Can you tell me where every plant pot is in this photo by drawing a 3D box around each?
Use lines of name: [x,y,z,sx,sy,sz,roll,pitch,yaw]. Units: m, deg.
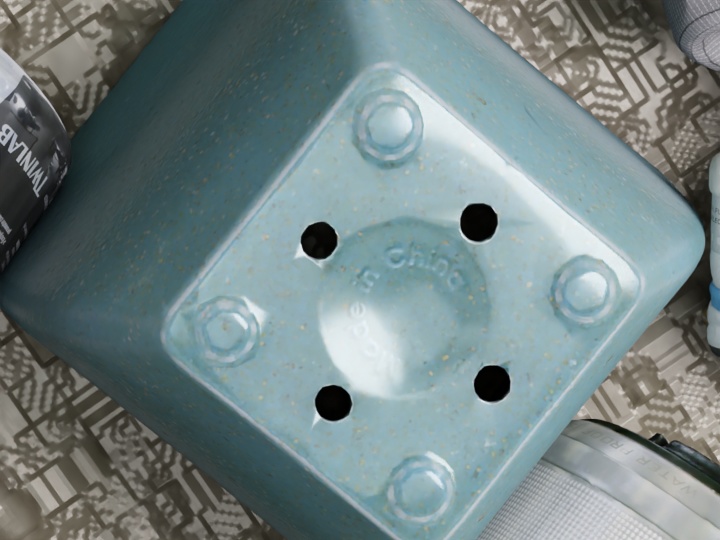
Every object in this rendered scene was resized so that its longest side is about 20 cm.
plant pot: [0.000,0.000,0.987,0.196,0.200,0.196,39,92,-11]

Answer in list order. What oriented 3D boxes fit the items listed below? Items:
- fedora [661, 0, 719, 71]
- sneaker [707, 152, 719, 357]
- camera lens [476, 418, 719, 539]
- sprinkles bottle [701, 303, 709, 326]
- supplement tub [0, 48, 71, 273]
fedora: [0.167,-0.118,0.998,0.199,0.177,0.091,-4,70,-9]
sneaker: [0.207,-0.035,0.998,0.199,0.075,0.087,-18,109,-19]
camera lens: [0.080,0.167,1.028,0.160,0.160,0.200,40,80,-11]
sprinkles bottle: [0.212,-0.041,1.077,0.068,0.068,0.200,37,92,-11]
supplement tub: [-0.197,0.004,0.974,0.122,0.122,0.200,37,72,-11]
